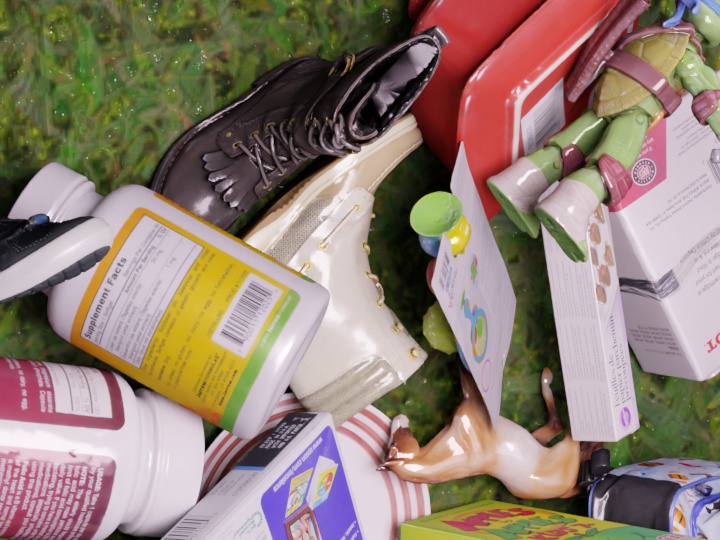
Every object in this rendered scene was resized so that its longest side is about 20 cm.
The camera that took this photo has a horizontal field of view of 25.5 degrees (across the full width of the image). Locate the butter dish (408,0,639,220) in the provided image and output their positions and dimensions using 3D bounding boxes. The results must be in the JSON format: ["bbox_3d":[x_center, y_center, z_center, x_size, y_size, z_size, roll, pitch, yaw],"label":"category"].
[{"bbox_3d":[0.097,-0.162,1.142,0.148,0.200,0.199,38,69,21],"label":"butter dish"}]

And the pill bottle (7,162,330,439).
[{"bbox_3d":[-0.130,0.014,1.020,0.199,0.111,0.111,29,78,3],"label":"pill bottle"}]

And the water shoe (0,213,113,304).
[{"bbox_3d":[-0.241,-0.012,0.955,0.071,0.199,0.079,-25,96,-63],"label":"water shoe"}]

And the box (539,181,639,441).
[{"bbox_3d":[0.168,0.026,1.179,0.039,0.041,0.201,-20,102,-51],"label":"box"}]

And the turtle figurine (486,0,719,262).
[{"bbox_3d":[0.197,-0.079,1.081,0.194,0.144,0.200,-42,154,-7],"label":"turtle figurine"}]

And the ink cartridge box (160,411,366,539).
[{"bbox_3d":[-0.058,0.228,1.053,0.198,0.043,0.201,-43,123,-48],"label":"ink cartridge box"}]

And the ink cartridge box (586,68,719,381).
[{"bbox_3d":[0.254,-0.035,1.254,0.145,0.084,0.201,-34,106,-21],"label":"ink cartridge box"}]

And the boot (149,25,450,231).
[{"bbox_3d":[-0.045,-0.089,1.051,0.069,0.174,0.200,47,72,-20],"label":"boot"}]

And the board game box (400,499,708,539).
[{"bbox_3d":[0.135,0.207,1.128,0.101,0.199,0.048,-6,97,-45],"label":"board game box"}]

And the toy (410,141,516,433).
[{"bbox_3d":[0.066,0.015,1.109,0.200,0.047,0.116,69,29,-54],"label":"toy"}]

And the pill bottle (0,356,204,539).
[{"bbox_3d":[-0.209,0.114,1.012,0.199,0.114,0.115,10,88,-26],"label":"pill bottle"}]

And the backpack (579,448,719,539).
[{"bbox_3d":[0.260,0.228,1.223,0.190,0.153,0.201,-10,103,-60],"label":"backpack"}]

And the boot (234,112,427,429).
[{"bbox_3d":[0.000,0.000,1.124,0.200,0.072,0.155,-43,100,-12],"label":"boot"}]

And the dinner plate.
[{"bbox_3d":[-0.041,0.186,1.150,0.199,0.024,0.201,-2,93,-28],"label":"dinner plate"}]

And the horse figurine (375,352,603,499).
[{"bbox_3d":[0.115,0.121,1.200,0.200,0.050,0.133,27,63,-26],"label":"horse figurine"}]
